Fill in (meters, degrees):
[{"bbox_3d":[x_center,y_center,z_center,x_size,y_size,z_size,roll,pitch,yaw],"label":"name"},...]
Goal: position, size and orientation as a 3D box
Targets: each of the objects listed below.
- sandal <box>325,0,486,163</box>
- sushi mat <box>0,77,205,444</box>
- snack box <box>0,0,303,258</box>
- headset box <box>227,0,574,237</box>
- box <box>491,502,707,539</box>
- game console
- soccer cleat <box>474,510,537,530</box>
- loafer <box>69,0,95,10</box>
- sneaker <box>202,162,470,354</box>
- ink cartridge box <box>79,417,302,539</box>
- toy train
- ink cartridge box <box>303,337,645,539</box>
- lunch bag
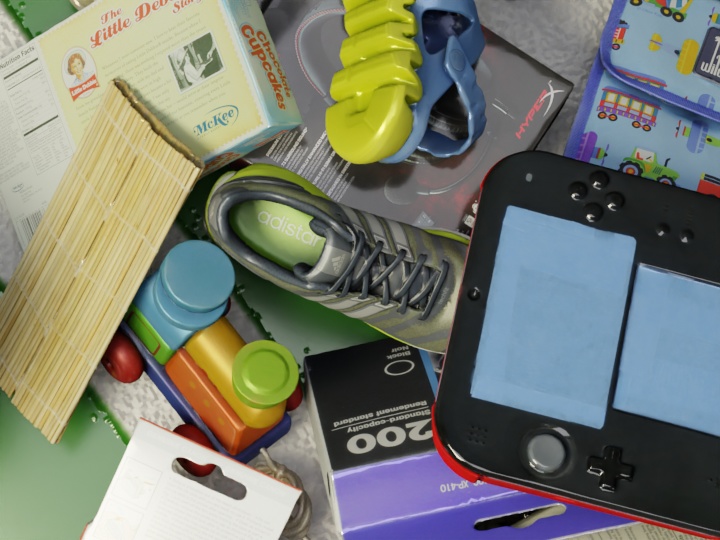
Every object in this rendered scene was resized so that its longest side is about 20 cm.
[{"bbox_3d":[0.036,-0.144,1.325,0.087,0.079,0.201,22,70,-36],"label":"sandal"},{"bbox_3d":[-0.158,-0.004,1.333,0.096,0.012,0.200,46,118,33],"label":"sushi mat"},{"bbox_3d":[-0.136,-0.098,1.348,0.200,0.037,0.116,-25,82,32],"label":"snack box"},{"bbox_3d":[0.003,-0.098,1.386,0.200,0.075,0.149,34,84,3],"label":"headset box"},{"bbox_3d":[0.140,0.166,1.314,0.200,0.078,0.095,-23,83,-31],"label":"box"},{"bbox_3d":[0.137,0.037,1.258,0.176,0.031,0.200,13,64,2],"label":"game console"},{"bbox_3d":[0.068,0.199,1.358,0.068,0.073,0.200,18,64,-23],"label":"soccer cleat"},{"bbox_3d":[-0.088,-0.212,1.402,0.200,0.068,0.076,-24,84,-4],"label":"loafer"},{"bbox_3d":[0.000,0.000,1.302,0.200,0.081,0.074,19,99,4],"label":"sneaker"},{"bbox_3d":[-0.120,0.196,1.346,0.109,0.050,0.200,24,90,2],"label":"ink cartridge box"},{"bbox_3d":[-0.060,0.076,1.333,0.085,0.116,0.200,-36,84,-24],"label":"toy train"},{"bbox_3d":[0.074,0.088,1.310,0.198,0.200,0.043,-12,118,-3],"label":"ink cartridge box"},{"bbox_3d":[0.204,-0.084,1.391,0.150,0.094,0.200,18,65,3],"label":"lunch bag"}]
